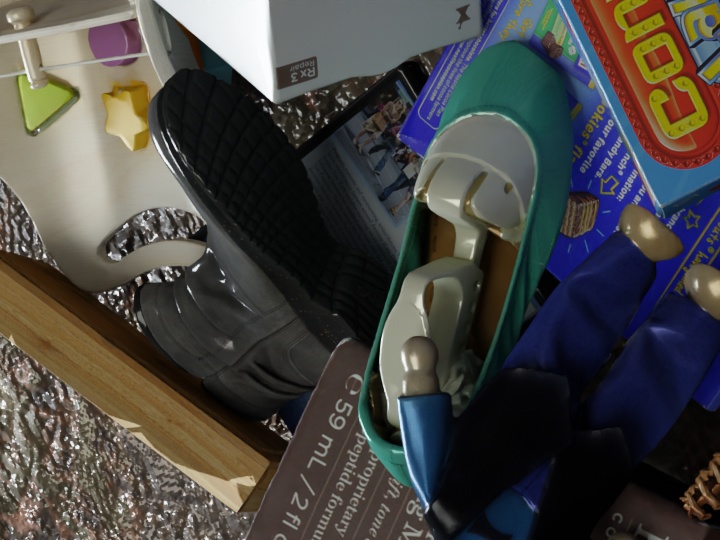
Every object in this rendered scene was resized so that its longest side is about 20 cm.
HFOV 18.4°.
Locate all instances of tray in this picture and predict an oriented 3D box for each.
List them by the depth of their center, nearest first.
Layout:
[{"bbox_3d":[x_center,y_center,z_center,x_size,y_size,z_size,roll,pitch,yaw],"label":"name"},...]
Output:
[{"bbox_3d":[-0.123,0.059,1.210,0.199,0.099,0.037,35,92,13],"label":"tray"}]

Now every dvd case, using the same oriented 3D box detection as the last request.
[{"bbox_3d":[0.000,0.000,1.166,0.200,0.017,0.143,-36,83,40],"label":"dvd case"}]

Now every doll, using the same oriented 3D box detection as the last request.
[{"bbox_3d":[0.073,0.069,0.914,0.136,0.201,0.048,38,170,-11],"label":"doll"}]

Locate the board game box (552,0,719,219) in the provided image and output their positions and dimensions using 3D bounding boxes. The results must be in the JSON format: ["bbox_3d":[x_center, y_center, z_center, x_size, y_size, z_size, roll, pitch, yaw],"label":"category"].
[{"bbox_3d":[0.163,-0.154,0.883,0.195,0.056,0.201,-27,85,6],"label":"board game box"}]

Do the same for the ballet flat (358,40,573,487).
[{"bbox_3d":[0.045,-0.005,0.951,0.067,0.070,0.202,12,87,21],"label":"ballet flat"}]

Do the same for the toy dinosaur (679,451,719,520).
[{"bbox_3d":[0.234,0.059,0.933,0.199,0.102,0.137,-21,94,18],"label":"toy dinosaur"}]

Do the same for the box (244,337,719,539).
[{"bbox_3d":[0.068,0.152,1.045,0.199,0.164,0.167,26,92,27],"label":"box"}]

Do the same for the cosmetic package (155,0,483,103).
[{"bbox_3d":[-0.041,-0.162,1.023,0.200,0.112,0.082,39,142,48],"label":"cosmetic package"}]

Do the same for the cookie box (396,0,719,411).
[{"bbox_3d":[0.139,-0.067,1.000,0.200,0.075,0.172,43,126,18],"label":"cookie box"}]

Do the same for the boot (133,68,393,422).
[{"bbox_3d":[-0.073,-0.001,1.128,0.131,0.070,0.201,-19,118,39],"label":"boot"}]

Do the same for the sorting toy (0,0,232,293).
[{"bbox_3d":[-0.133,-0.073,1.192,0.199,0.107,0.182,-4,110,38],"label":"sorting toy"}]
